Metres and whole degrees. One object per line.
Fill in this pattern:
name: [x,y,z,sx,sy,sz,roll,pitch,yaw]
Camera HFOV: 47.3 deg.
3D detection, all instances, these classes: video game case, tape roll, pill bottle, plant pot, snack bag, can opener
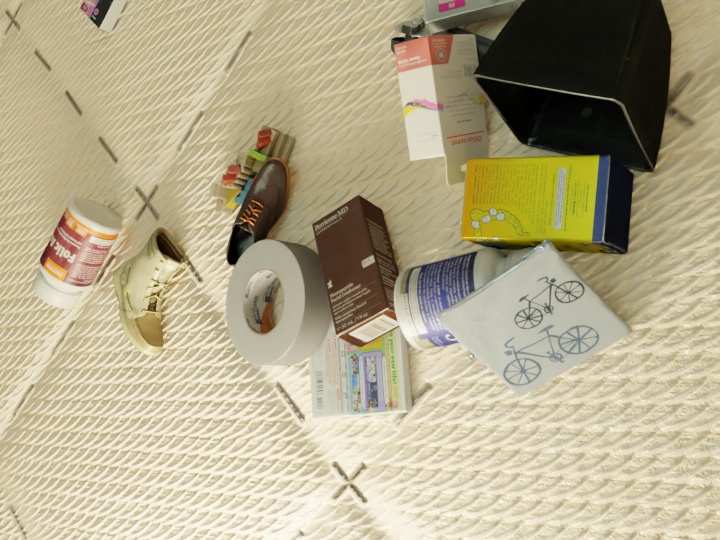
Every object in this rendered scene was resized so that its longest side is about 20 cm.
video game case: [-0.006,0.125,1.289,0.180,0.022,0.204,-11,77,33]
tape roll: [-0.136,0.053,1.344,0.198,0.066,0.204,-7,81,44]
pill bottle: [0.156,0.034,1.129,0.197,0.119,0.122,-15,76,32]
pill bottle: [-0.569,-0.033,1.643,0.114,0.113,0.202,42,107,31]
plant pot: [0.289,-0.263,1.042,0.197,0.199,0.180,19,84,35]
snack bag: [0.218,0.067,1.054,0.188,0.199,0.022,-35,30,27]
can opener: [0.132,-0.339,1.245,0.198,0.052,0.067,27,133,36]

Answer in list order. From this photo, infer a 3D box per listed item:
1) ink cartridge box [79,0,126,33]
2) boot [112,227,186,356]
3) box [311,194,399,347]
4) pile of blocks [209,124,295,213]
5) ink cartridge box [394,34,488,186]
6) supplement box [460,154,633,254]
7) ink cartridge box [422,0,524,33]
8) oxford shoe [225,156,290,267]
ink cartridge box: [-0.514,-0.611,1.729,0.095,0.037,0.201,43,106,30]
boot: [-0.380,0.039,1.528,0.155,0.072,0.202,-39,59,27]
box: [0.000,0.000,1.250,0.099,0.075,0.203,-30,57,25]
pile of blocks: [-0.196,-0.169,1.434,0.200,0.062,0.083,-48,61,20]
ink cartridge box: [0.119,-0.225,1.169,0.067,0.115,0.204,-1,101,44]
supplement box: [0.246,-0.085,1.089,0.197,0.108,0.112,4,86,35]
ink cartridge box: [0.182,-0.454,1.192,0.196,0.043,0.177,-9,79,17]
oxford shoe: [-0.173,-0.094,1.390,0.070,0.073,0.203,23,104,4]
